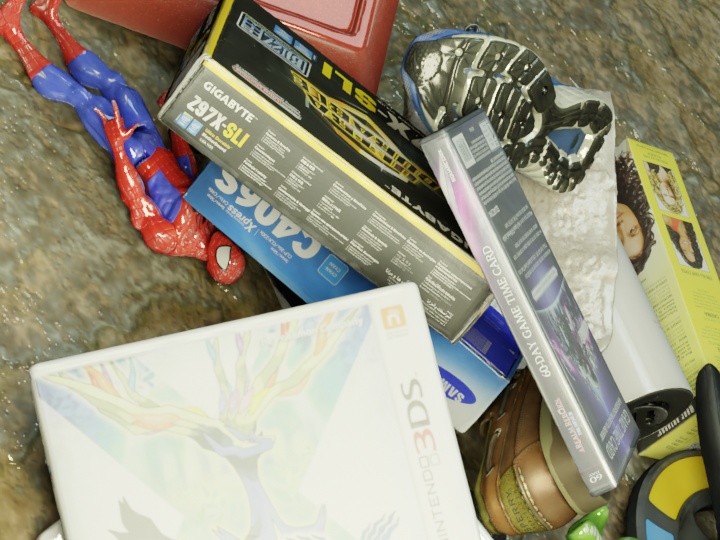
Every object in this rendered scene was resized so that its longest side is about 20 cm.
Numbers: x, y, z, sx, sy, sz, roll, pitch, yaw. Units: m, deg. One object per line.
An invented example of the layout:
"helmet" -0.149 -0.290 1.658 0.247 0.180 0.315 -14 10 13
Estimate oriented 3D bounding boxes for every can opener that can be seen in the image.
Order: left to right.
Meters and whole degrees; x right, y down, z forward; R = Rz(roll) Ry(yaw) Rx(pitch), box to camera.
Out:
"can opener" 0.232 0.143 1.715 0.063 0.079 0.200 14 52 -20

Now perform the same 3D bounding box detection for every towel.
"towel" 0.086 -0.028 1.742 0.132 0.034 0.200 5 62 -6

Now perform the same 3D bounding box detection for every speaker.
"speaker" 0.131 0.010 1.794 0.081 0.081 0.200 1 58 -46

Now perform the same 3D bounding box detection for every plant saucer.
"plant saucer" -0.057 -0.219 1.736 0.199 0.037 0.200 19 68 -14

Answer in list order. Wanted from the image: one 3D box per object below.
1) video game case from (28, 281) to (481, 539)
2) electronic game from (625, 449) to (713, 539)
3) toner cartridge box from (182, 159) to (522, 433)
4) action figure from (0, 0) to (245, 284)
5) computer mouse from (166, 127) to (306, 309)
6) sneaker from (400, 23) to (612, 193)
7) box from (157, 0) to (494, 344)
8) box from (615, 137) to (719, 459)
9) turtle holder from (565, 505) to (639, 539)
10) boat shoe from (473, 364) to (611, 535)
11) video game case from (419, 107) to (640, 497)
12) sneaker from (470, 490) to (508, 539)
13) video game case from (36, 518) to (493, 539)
"video game case" -0.046 0.114 1.430 0.200 0.022 0.183 -12 80 -10
"electronic game" 0.239 0.197 1.769 0.200 0.042 0.200 28 40 -27
"toner cartridge box" 0.000 0.000 1.602 0.200 0.043 0.095 40 17 1
"action figure" -0.128 -0.075 1.632 0.200 0.052 0.065 55 32 5
"computer mouse" -0.032 -0.028 1.689 0.110 0.044 0.200 -14 68 -52
"sneaker" 0.067 -0.098 1.670 0.089 0.079 0.200 29 2 28
"box" -0.011 -0.060 1.575 0.200 0.049 0.160 38 15 -9
"box" 0.188 0.019 1.853 0.050 0.075 0.200 14 47 -41
"turtle holder" 0.114 0.219 1.558 0.141 0.186 0.132 -36 84 -21
"boat shoe" 0.097 0.087 1.602 0.072 0.068 0.200 60 15 -9
"video game case" 0.091 0.013 1.524 0.200 0.019 0.143 65 12 -2
"sneaker" 0.025 0.116 1.557 0.200 0.114 0.076 13 49 -39
"video game case" -0.030 0.157 1.446 0.182 0.024 0.200 -37 86 -13
